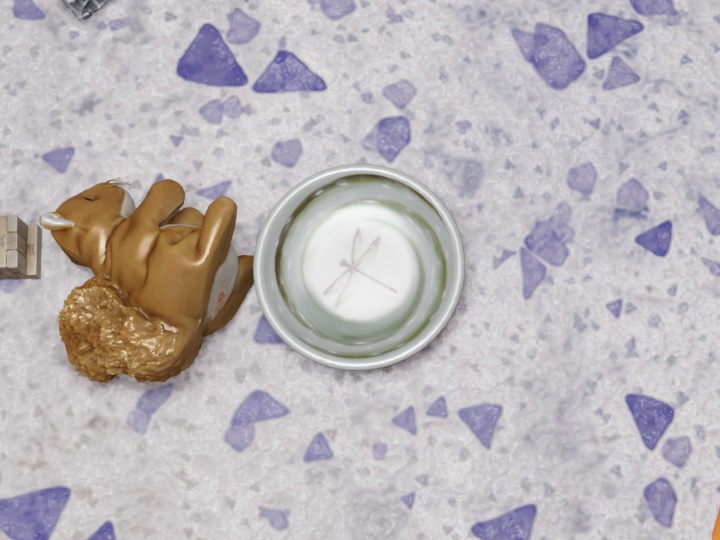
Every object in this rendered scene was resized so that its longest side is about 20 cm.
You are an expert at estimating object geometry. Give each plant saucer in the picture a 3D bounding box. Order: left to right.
[{"bbox_3d":[0.000,0.000,1.468,0.200,0.050,0.200,-1,77,5],"label":"plant saucer"}]

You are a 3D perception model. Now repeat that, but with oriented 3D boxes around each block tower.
[{"bbox_3d":[-0.415,-0.020,1.503,0.200,0.058,0.054,-2,77,3],"label":"block tower"}]

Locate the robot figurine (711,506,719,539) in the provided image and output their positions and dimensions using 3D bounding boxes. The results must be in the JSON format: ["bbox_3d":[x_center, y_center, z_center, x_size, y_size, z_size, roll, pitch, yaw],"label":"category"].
[{"bbox_3d":[0.393,0.229,1.350,0.144,0.117,0.200,19,77,-2],"label":"robot figurine"}]

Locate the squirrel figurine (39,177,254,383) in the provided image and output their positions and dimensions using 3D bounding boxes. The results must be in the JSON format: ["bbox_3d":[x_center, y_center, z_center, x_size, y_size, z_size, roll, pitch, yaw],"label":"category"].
[{"bbox_3d":[-0.219,0.006,1.444,0.187,0.142,0.200,21,76,16],"label":"squirrel figurine"}]

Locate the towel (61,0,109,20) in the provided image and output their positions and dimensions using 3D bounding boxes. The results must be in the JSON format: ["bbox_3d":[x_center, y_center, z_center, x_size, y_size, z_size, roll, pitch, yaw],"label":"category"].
[{"bbox_3d":[-0.281,-0.370,1.564,0.166,0.086,0.200,-38,82,-13],"label":"towel"}]
